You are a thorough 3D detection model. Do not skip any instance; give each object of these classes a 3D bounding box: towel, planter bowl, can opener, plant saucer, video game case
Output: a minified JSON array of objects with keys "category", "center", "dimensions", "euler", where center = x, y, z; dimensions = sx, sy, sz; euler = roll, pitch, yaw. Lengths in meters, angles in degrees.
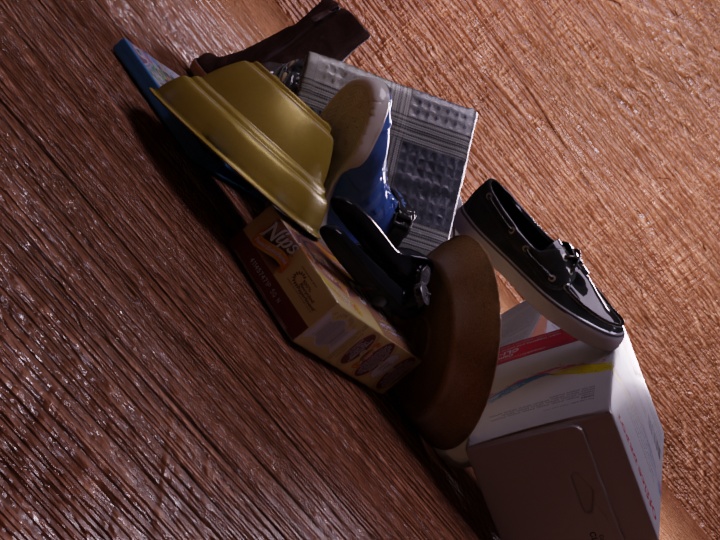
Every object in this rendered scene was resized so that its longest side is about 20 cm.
[{"category":"towel","center":[0.008,-0.103,1.562],"dimensions":[0.198,0.194,0.034],"euler":[18,-14,-18]},{"category":"planter bowl","center":[-0.084,-0.124,1.377],"dimensions":[0.200,0.084,0.200],"euler":[41,2,-2]},{"category":"can opener","center":[0.011,-0.006,1.373],"dimensions":[0.200,0.078,0.064],"euler":[41,55,-64]},{"category":"plant saucer","center":[0.070,0.065,1.457],"dimensions":[0.035,0.202,0.201],"euler":[7,28,-21]},{"category":"video game case","center":[-0.159,-0.144,1.539],"dimensions":[0.144,0.018,0.200],"euler":[54,8,17]}]

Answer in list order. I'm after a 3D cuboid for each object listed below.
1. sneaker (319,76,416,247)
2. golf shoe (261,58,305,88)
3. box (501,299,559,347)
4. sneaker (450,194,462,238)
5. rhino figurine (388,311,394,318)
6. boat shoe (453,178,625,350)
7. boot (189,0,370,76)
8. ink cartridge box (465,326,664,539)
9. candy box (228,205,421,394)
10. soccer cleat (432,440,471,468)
[{"category":"sneaker","center":[0.008,-0.084,1.462],"dimensions":[0.110,0.201,0.077],"euler":[4,28,-36]},{"category":"golf shoe","center":[-0.115,-0.155,1.568],"dimensions":[0.200,0.094,0.078],"euler":[-55,149,-61]},{"category":"box","center":[0.204,0.138,1.755],"dimensions":[0.153,0.106,0.200],"euler":[50,36,-11]},{"category":"sneaker","center":[0.055,-0.058,1.687],"dimensions":[0.200,0.079,0.079],"euler":[-169,-111,-78]},{"category":"rhino figurine","center":[0.000,0.000,1.608],"dimensions":[0.200,0.087,0.060],"euler":[-117,-153,-51]},{"category":"boat shoe","center":[0.173,-0.006,1.460],"dimensions":[0.200,0.057,0.069],"euler":[41,28,13]},{"category":"boot","center":[-0.090,-0.237,1.736],"dimensions":[0.200,0.166,0.072],"euler":[39,-6,48]},{"category":"ink cartridge box","center":[0.197,0.162,1.478],"dimensions":[0.200,0.143,0.146],"euler":[-64,135,-65]},{"category":"candy box","center":[-0.028,0.030,1.379],"dimensions":[0.116,0.055,0.200],"euler":[56,8,28]},{"category":"soccer cleat","center":[0.080,0.121,1.565],"dimensions":[0.078,0.069,0.201],"euler":[94,-19,-48]}]
